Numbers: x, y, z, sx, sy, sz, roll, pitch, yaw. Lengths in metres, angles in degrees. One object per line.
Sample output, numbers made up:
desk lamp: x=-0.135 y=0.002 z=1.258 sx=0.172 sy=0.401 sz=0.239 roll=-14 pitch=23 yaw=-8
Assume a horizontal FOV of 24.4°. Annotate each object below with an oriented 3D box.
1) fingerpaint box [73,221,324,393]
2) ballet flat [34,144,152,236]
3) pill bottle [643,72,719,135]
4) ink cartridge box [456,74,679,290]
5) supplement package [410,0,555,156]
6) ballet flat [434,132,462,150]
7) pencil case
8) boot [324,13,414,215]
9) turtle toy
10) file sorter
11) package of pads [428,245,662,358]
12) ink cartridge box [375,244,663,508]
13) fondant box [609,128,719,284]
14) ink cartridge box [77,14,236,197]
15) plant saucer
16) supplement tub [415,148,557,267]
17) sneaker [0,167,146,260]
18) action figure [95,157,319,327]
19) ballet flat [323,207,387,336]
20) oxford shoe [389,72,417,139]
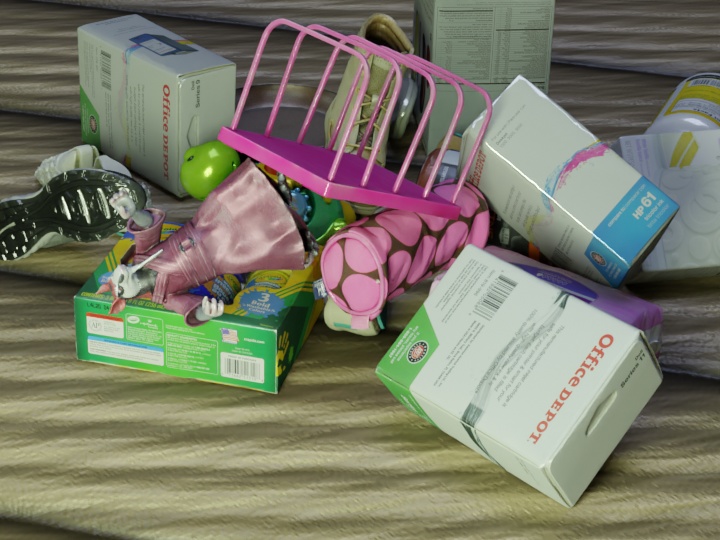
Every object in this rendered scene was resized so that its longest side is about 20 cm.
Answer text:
fingerpaint box: x=-0.149 y=0.028 z=1.580 sx=0.198 sy=0.074 sz=0.167 roll=9 pitch=30 yaw=12
ballet flat: x=-0.287 y=-0.101 z=1.814 sx=0.071 sy=0.073 sz=0.199 roll=-21 pitch=36 yaw=-36
pill bottle: x=0.376 y=-0.138 z=1.876 sx=0.113 sy=0.115 sz=0.200 roll=13 pitch=31 yaw=20
ink cartridge box: x=0.193 y=-0.076 z=1.591 sx=0.200 sy=0.145 sz=0.085 roll=40 pitch=77 yaw=9
supplement package: x=0.142 y=-0.267 z=2.004 sx=0.145 sy=0.202 sz=0.192 roll=-1 pitch=28 yaw=-5
ballet flat: x=0.154 y=-0.093 z=1.852 sx=0.199 sy=0.069 sz=0.063 roll=26 pitch=65 yaw=41
pencil case: x=0.045 y=-0.019 z=1.580 sx=0.090 sy=0.095 sz=0.199 roll=-6 pitch=14 yaw=41
boot: x=0.011 y=-0.175 z=1.849 sx=0.072 sy=0.156 sz=0.201 roll=13 pitch=41 yaw=-13
turtle toy: x=-0.102 y=-0.074 z=1.739 sx=0.198 sy=0.102 sz=0.146 roll=15 pitch=31 yaw=23
file sorter: x=0.003 y=-0.137 z=1.485 sx=0.138 sy=0.127 sz=0.199 roll=29 pitch=13 yaw=36
package of pads: x=0.171 y=0.051 z=1.559 sx=0.199 sy=0.076 sz=0.120 roll=22 pitch=31 yaw=30
ink cartridge box: x=0.136 y=0.088 z=1.418 sx=0.199 sy=0.083 sz=0.147 roll=29 pitch=75 yaw=39
fondant box: x=0.362 y=-0.070 z=1.724 sx=0.198 sy=0.146 sz=0.058 roll=-5 pitch=-13 yaw=-14
ink cartridge box: x=-0.233 y=-0.190 z=1.894 sx=0.087 sy=0.147 sz=0.199 roll=-19 pitch=34 yaw=-36
plant saucer: x=-0.093 y=-0.174 z=1.994 sx=0.198 sy=0.032 sz=0.201 roll=1 pitch=30 yaw=-1
supplement tub: x=0.159 y=-0.060 z=1.727 sx=0.198 sy=0.108 sz=0.107 roll=12 pitch=30 yaw=18
sneaker: x=-0.291 y=-0.064 z=1.685 sx=0.198 sy=0.075 sz=0.079 roll=-11 pitch=7 yaw=35
action figure: x=-0.147 y=-0.023 z=1.491 sx=0.198 sy=0.135 sz=0.149 roll=-25 pitch=0 yaw=1
ballet flat: x=0.000 y=0.000 z=1.660 sx=0.069 sy=0.070 sz=0.201 roll=6 pitch=30 yaw=7
oxford shoe: x=0.031 y=-0.212 z=2.021 sx=0.057 sy=0.076 sz=0.200 roll=20 pitch=19 yaw=-14
